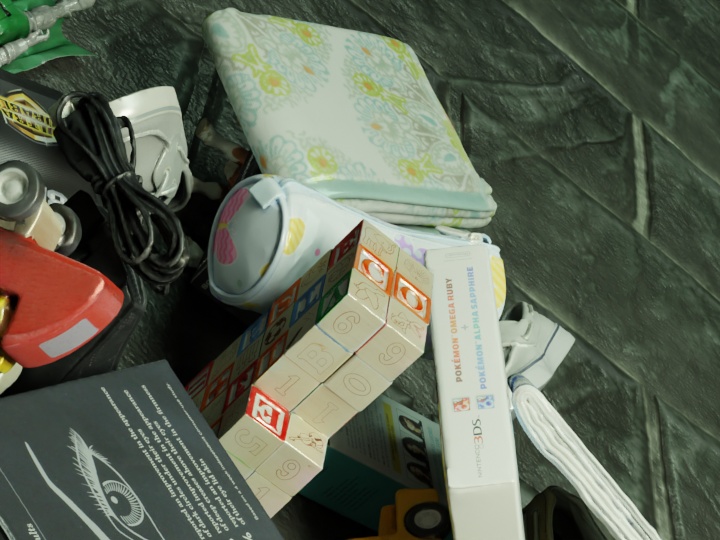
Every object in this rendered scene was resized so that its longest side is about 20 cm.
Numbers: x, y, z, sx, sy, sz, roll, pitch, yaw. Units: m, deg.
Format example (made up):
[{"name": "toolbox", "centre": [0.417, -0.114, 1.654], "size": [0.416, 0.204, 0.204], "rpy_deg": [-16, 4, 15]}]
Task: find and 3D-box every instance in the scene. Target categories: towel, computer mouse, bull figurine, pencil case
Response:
[{"name": "towel", "centre": [0.139, 0.126, 1.277], "size": [0.147, 0.024, 0.200], "rpy_deg": [51, 1, 2]}, {"name": "computer mouse", "centre": [-0.167, 0.011, 1.142], "size": [0.053, 0.200, 0.139], "rpy_deg": [-7, 48, -35]}, {"name": "bull figurine", "centre": [-0.072, -0.039, 1.466], "size": [0.121, 0.065, 0.200], "rpy_deg": [23, 34, -32]}, {"name": "pencil case", "centre": [0.000, 0.000, 1.303], "size": [0.199, 0.091, 0.083], "rpy_deg": [14, 40, -36]}, {"name": "towel", "centre": [-0.007, -0.099, 1.434], "size": [0.200, 0.048, 0.172], "rpy_deg": [4, 49, -45]}]

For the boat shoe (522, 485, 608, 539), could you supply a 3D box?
[{"name": "boat shoe", "centre": [0.144, 0.214, 1.295], "size": [0.075, 0.069, 0.200], "rpy_deg": [12, 25, -33]}]

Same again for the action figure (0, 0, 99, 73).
[{"name": "action figure", "centre": [-0.254, -0.170, 1.396], "size": [0.118, 0.055, 0.200], "rpy_deg": [48, 31, -3]}]

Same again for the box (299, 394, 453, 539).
[{"name": "box", "centre": [0.016, 0.132, 1.380], "size": [0.200, 0.049, 0.082], "rpy_deg": [30, 31, -30]}]

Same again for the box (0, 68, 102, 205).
[{"name": "box", "centre": [-0.247, -0.055, 1.257], "size": [0.200, 0.050, 0.199], "rpy_deg": [21, 35, -40]}]

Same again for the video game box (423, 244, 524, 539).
[{"name": "video game box", "centre": [0.074, 0.116, 1.255], "size": [0.200, 0.047, 0.183], "rpy_deg": [80, 7, -48]}]

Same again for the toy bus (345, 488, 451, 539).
[{"name": "toy bus", "centre": [0.023, 0.223, 1.229], "size": [0.200, 0.078, 0.065], "rpy_deg": [-93, 176, -51]}]

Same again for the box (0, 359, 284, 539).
[{"name": "box", "centre": [-0.151, 0.145, 1.067], "size": [0.148, 0.104, 0.200], "rpy_deg": [55, 29, 15]}]

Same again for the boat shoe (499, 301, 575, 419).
[{"name": "boat shoe", "centre": [0.111, 0.073, 1.581], "size": [0.065, 0.074, 0.200], "rpy_deg": [43, 17, 3]}]

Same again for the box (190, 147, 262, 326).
[{"name": "box", "centre": [-0.028, -0.016, 1.399], "size": [0.143, 0.036, 0.200], "rpy_deg": [38, 35, -13]}]

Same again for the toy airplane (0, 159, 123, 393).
[{"name": "toy airplane", "centre": [-0.247, 0.024, 1.043], "size": [0.199, 0.199, 0.142], "rpy_deg": [15, 68, -32]}]

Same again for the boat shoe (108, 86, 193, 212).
[{"name": "boat shoe", "centre": [-0.144, -0.071, 1.344], "size": [0.200, 0.072, 0.069], "rpy_deg": [119, -50, -82]}]

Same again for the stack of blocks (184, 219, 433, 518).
[{"name": "stack of blocks", "centre": [-0.047, 0.076, 1.202], "size": [0.059, 0.200, 0.115], "rpy_deg": [38, 28, -17]}]
